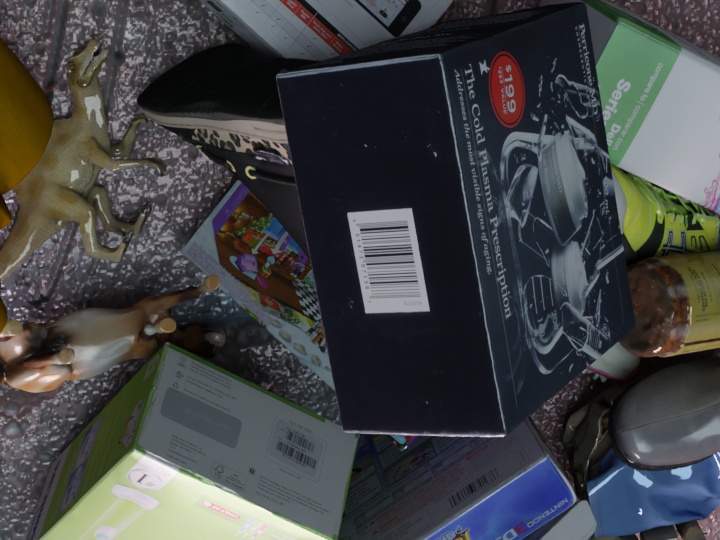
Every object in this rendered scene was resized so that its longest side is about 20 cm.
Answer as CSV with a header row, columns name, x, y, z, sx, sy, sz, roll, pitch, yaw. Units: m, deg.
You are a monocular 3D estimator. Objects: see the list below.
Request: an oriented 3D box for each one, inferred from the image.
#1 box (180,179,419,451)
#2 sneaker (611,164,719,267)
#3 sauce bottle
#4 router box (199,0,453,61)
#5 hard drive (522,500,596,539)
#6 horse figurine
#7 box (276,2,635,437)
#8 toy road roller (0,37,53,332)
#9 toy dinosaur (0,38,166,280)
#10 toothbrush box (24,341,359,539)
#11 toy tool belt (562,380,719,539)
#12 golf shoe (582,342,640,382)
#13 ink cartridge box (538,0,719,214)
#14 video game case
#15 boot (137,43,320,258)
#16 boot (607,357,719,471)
name,x,y,z,sx,sy,sz,roll,pitch,yaw
box,0.000,0.000,1.029,0.200,0.039,0.137,42,100,8
sneaker,0.192,-0.032,1.047,0.076,0.076,0.200,-37,148,9
sauce bottle,0.253,0.016,1.034,0.199,0.066,0.066,-5,113,-35
router box,-0.025,-0.222,0.962,0.200,0.049,0.180,41,84,-20
hard drive,0.049,0.212,1.069,0.199,0.132,0.026,-24,91,33
horse figurine,-0.172,0.047,1.001,0.199,0.132,0.050,-16,84,-23
box,0.060,-0.033,0.873,0.104,0.182,0.201,-3,105,32
toy road roller,-0.249,-0.061,0.926,0.146,0.200,0.123,-36,138,0
toy dinosaur,-0.190,-0.049,1.027,0.101,0.058,0.201,27,97,-2
toothbrush box,-0.115,0.151,1.035,0.145,0.086,0.200,27,138,-17
toy tool belt,0.196,0.148,1.107,0.199,0.123,0.125,-18,126,-3
golf shoe,0.132,0.000,1.081,0.200,0.075,0.092,37,97,-21
ink cartridge box,0.208,-0.100,1.017,0.199,0.145,0.084,23,105,-17
video game case,0.032,0.155,1.061,0.200,0.181,0.046,-34,111,4
boot,-0.049,-0.056,0.970,0.073,0.203,0.154,-42,121,-21
boot,0.265,0.069,1.019,0.199,0.132,0.070,-16,75,-15
